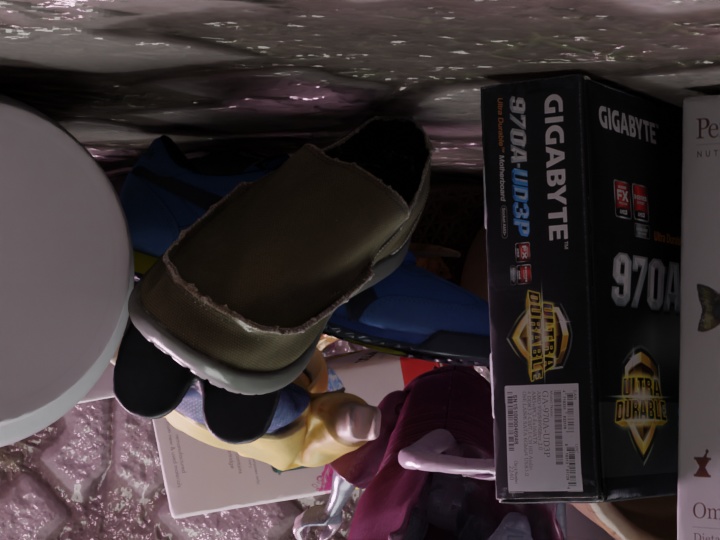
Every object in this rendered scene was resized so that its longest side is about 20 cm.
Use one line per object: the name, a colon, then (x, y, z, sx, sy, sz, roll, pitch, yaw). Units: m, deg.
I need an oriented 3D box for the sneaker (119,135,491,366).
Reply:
sneaker: (-0.018, -0.010, 0.954, 0.199, 0.079, 0.066, 16, 174, 16)

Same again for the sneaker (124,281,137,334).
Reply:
sneaker: (-0.191, 0.011, 1.041, 0.199, 0.070, 0.082, 5, 156, -27)

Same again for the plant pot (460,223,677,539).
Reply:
plant pot: (0.139, 0.027, 1.091, 0.199, 0.201, 0.174, 3, -166, -32)

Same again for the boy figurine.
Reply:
boy figurine: (-0.047, 0.053, 0.950, 0.124, 0.065, 0.200, 15, 176, 11)

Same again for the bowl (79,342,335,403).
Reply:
bowl: (-0.125, 0.029, 1.261, 0.199, 0.075, 0.200, -12, -179, -10)

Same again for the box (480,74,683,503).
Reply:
box: (0.111, 0.013, 0.869, 0.046, 0.160, 0.200, -4, 174, 28)

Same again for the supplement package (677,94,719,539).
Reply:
supplement package: (0.200, 0.033, 0.827, 0.117, 0.201, 0.117, -2, 176, 39)

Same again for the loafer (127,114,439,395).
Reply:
loafer: (-0.026, -0.017, 0.843, 0.075, 0.070, 0.200, 32, -150, 7)

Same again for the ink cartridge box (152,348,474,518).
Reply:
ink cartridge box: (-0.001, 0.079, 1.153, 0.199, 0.068, 0.116, -10, -178, 10)

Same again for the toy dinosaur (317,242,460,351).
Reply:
toy dinosaur: (0.000, 0.000, 1.056, 0.106, 0.061, 0.200, -35, 176, 7)

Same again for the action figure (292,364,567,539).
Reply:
action figure: (0.030, 0.090, 0.965, 0.133, 0.150, 0.200, 0, -150, 4)

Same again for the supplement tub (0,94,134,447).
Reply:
supplement tub: (-0.174, 0.002, 0.879, 0.144, 0.146, 0.200, 2, 177, -17)

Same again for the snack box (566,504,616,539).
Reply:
snack box: (0.164, 0.174, 1.158, 0.199, 0.053, 0.142, 11, 163, -19)

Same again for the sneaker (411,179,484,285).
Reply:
sneaker: (0.007, -0.028, 1.169, 0.199, 0.071, 0.076, 1, -158, -27)

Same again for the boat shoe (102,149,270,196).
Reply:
boat shoe: (-0.079, -0.037, 1.068, 0.199, 0.057, 0.067, -7, 136, 40)
